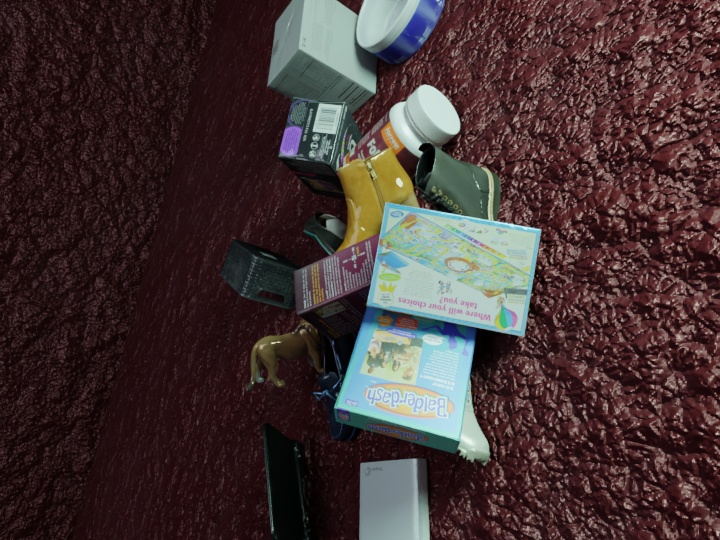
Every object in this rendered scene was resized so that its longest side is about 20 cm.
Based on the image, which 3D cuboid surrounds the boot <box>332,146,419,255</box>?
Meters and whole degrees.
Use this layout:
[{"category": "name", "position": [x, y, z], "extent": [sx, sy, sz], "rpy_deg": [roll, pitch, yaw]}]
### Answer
[{"category": "boot", "position": [-0.006, -0.101, 0.845], "extent": [0.200, 0.145, 0.071], "rpy_deg": [-32, 13, 4]}]

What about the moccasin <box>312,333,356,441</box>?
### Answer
[{"category": "moccasin", "position": [-0.049, 0.196, 0.902], "extent": [0.080, 0.068, 0.202], "rpy_deg": [-37, 47, 41]}]

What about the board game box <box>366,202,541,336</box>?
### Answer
[{"category": "board game box", "position": [0.117, -0.002, 0.651], "extent": [0.034, 0.198, 0.136], "rpy_deg": [48, -127, -83]}]

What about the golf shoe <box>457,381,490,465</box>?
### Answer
[{"category": "golf shoe", "position": [0.116, 0.160, 0.680], "extent": [0.098, 0.078, 0.200], "rpy_deg": [-56, 38, 12]}]

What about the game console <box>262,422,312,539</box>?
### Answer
[{"category": "game console", "position": [-0.159, 0.409, 0.921], "extent": [0.176, 0.116, 0.201], "rpy_deg": [-47, 40, 32]}]

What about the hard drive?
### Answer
[{"category": "hard drive", "position": [0.045, 0.376, 0.720], "extent": [0.131, 0.026, 0.202], "rpy_deg": [-28, 53, 47]}]

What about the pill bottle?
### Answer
[{"category": "pill bottle", "position": [0.068, -0.214, 0.883], "extent": [0.200, 0.113, 0.115], "rpy_deg": [-37, 47, 42]}]

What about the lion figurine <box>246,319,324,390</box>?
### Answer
[{"category": "lion figurine", "position": [-0.133, 0.143, 0.965], "extent": [0.072, 0.198, 0.124], "rpy_deg": [28, 134, 61]}]

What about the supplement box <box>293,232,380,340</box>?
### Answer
[{"category": "supplement box", "position": [0.007, 0.023, 0.803], "extent": [0.198, 0.110, 0.086], "rpy_deg": [-23, 52, 19]}]

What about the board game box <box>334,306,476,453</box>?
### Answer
[{"category": "board game box", "position": [0.066, 0.113, 0.656], "extent": [0.045, 0.150, 0.201], "rpy_deg": [89, -163, -51]}]

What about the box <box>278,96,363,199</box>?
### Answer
[{"category": "box", "position": [-0.063, -0.229, 0.993], "extent": [0.105, 0.200, 0.124], "rpy_deg": [11, 82, 15]}]

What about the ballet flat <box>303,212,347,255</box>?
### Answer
[{"category": "ballet flat", "position": [-0.066, -0.079, 1.062], "extent": [0.069, 0.068, 0.200], "rpy_deg": [-55, 35, 4]}]

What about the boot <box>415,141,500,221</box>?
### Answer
[{"category": "boot", "position": [0.127, -0.066, 0.707], "extent": [0.077, 0.137, 0.202], "rpy_deg": [-26, 56, 47]}]

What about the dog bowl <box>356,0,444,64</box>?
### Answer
[{"category": "dog bowl", "position": [0.080, -0.537, 1.049], "extent": [0.199, 0.078, 0.202], "rpy_deg": [-29, 53, 46]}]

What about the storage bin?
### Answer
[{"category": "storage bin", "position": [-0.231, 0.005, 1.193], "extent": [0.199, 0.134, 0.095], "rpy_deg": [27, 97, 56]}]

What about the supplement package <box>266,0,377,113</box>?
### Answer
[{"category": "supplement package", "position": [-0.082, -0.480, 1.148], "extent": [0.147, 0.198, 0.193], "rpy_deg": [-24, 55, 49]}]
